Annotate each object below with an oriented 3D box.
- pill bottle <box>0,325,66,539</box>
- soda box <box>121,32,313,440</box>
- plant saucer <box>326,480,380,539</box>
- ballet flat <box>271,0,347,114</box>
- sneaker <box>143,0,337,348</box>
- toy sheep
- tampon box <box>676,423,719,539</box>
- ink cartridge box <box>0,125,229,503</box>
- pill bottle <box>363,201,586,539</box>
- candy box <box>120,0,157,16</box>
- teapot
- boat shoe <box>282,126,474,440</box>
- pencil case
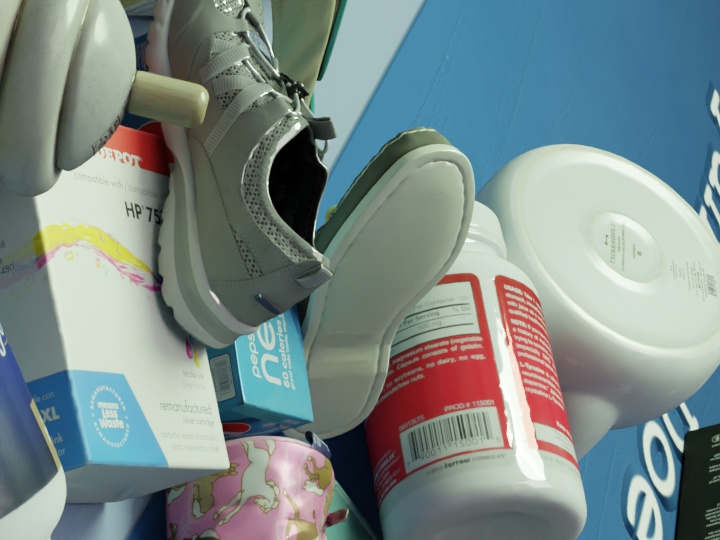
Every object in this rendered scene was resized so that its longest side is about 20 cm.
[{"bbox_3d":[-0.174,0.059,0.772,0.200,0.115,0.116,68,26,-10],"label":"pill bottle"},{"bbox_3d":[-0.079,-0.018,1.068,0.068,0.064,0.201,21,56,-58],"label":"soda box"},{"bbox_3d":[0.019,0.196,1.179,0.200,0.019,0.070,57,30,-31],"label":"plant saucer"},{"bbox_3d":[-0.047,-0.101,1.148,0.069,0.069,0.200,-56,162,-58],"label":"ballet flat"},{"bbox_3d":[-0.045,-0.063,0.992,0.075,0.082,0.201,35,43,-54],"label":"sneaker"},{"bbox_3d":[-0.156,-0.092,0.842,0.138,0.199,0.138,13,90,-88],"label":"toy sheep"},{"bbox_3d":[0.327,0.223,1.644,0.150,0.126,0.200,56,30,-29],"label":"tampon box"},{"bbox_3d":[-0.132,-0.002,0.949,0.116,0.067,0.201,11,63,-62],"label":"ink cartridge box"},{"bbox_3d":[0.054,0.063,1.212,0.112,0.112,0.200,39,34,-49],"label":"pill bottle"},{"bbox_3d":[-0.125,-0.191,1.095,0.200,0.055,0.116,-14,86,-64],"label":"candy box"},{"bbox_3d":[0.129,0.025,1.372,0.200,0.146,0.198,-23,69,-44],"label":"teapot"},{"bbox_3d":[-0.003,0.000,1.090,0.072,0.202,0.060,1,45,-26],"label":"boat shoe"},{"bbox_3d":[-0.043,0.177,0.996,0.083,0.086,0.201,89,-4,-66],"label":"pencil case"}]
